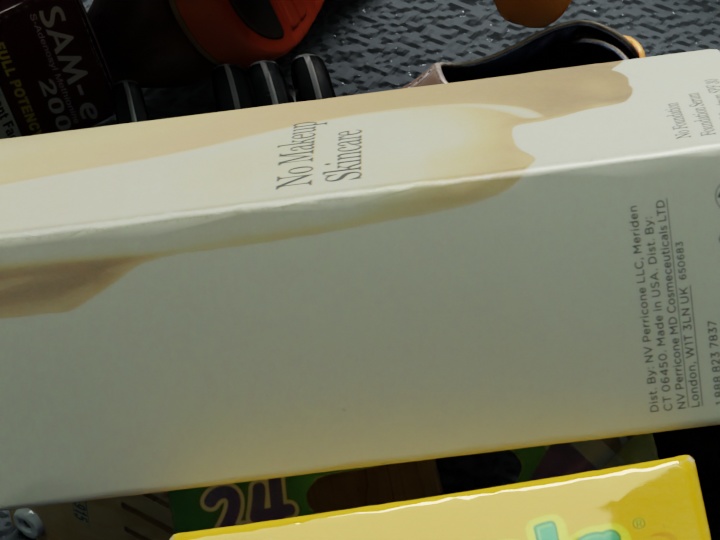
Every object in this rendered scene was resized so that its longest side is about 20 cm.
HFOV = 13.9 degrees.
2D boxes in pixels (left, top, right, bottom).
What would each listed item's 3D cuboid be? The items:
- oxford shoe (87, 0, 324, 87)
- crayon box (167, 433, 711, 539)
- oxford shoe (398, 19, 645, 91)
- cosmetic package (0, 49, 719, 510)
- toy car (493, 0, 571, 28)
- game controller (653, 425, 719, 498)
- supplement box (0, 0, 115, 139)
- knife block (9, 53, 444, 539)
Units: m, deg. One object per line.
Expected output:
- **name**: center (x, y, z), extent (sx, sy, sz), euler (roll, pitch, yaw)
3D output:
- **oxford shoe**: center (-0.038, -0.121, 0.992), extent (0.072, 0.071, 0.200), euler (-21, 17, 30)
- **crayon box**: center (0.026, 0.122, 0.677), extent (0.125, 0.052, 0.201), euler (-9, 71, -4)
- **oxford shoe**: center (0.077, -0.031, 0.848), extent (0.200, 0.073, 0.071), euler (-9, 50, -46)
- **cosmetic package**: center (0.000, 0.000, 0.730), extent (0.199, 0.071, 0.105), euler (-7, 16, 1)
- **toy car**: center (-0.003, -0.127, 0.828), extent (0.200, 0.177, 0.184), euler (37, 39, 9)
- **game controller**: center (0.146, 0.065, 0.771), extent (0.200, 0.104, 0.042), euler (28, 89, 29)
- **supplement box**: center (-0.187, -0.053, 0.905), extent (0.200, 0.061, 0.109), euler (-29, 48, -10)
- **knife block**: center (-0.014, 0.019, 0.844), extent (0.200, 0.064, 0.176), euler (25, 50, 27)
